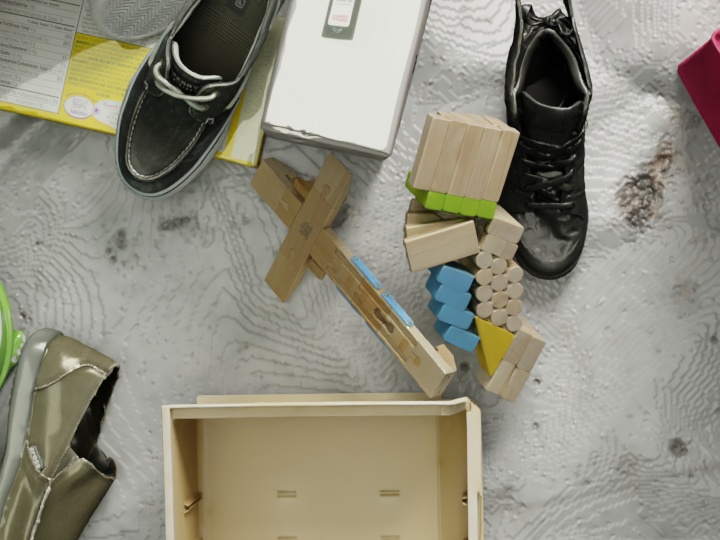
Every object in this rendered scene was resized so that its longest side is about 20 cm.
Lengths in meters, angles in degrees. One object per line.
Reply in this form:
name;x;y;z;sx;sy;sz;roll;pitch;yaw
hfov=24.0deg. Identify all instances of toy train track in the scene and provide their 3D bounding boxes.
toy train track;0.000;0.000;1.096;0.200;0.033;0.115;50;130;26

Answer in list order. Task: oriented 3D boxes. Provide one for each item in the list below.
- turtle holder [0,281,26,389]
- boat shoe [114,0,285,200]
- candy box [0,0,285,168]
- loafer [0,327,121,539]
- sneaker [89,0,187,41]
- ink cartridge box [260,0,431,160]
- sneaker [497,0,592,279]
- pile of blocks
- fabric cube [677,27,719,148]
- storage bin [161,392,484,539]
turtle holder;-0.303;0.058;1.098;0.141;0.132;0.186;5;91;4
boat shoe;-0.105;-0.131;1.072;0.072;0.071;0.200;28;106;0
candy box;-0.154;-0.139;1.135;0.200;0.026;0.102;13;87;4
loafer;-0.200;0.140;1.119;0.070;0.075;0.200;8;91;9
sneaker;-0.116;-0.249;1.107;0.200;0.074;0.116;-43;56;9
ink cartridge box;0.002;-0.173;1.062;0.084;0.146;0.200;13;93;-1
sneaker;0.116;-0.093;1.074;0.060;0.104;0.200;-1;91;4
pile of blocks;0.063;-0.013;1.082;0.082;0.062;0.200;-14;112;-10
fabric cube;0.328;-0.098;1.010;0.200;0.199;0.196;-30;87;5
storage bin;-0.020;0.182;1.096;0.198;0.094;0.200;-1;90;5
